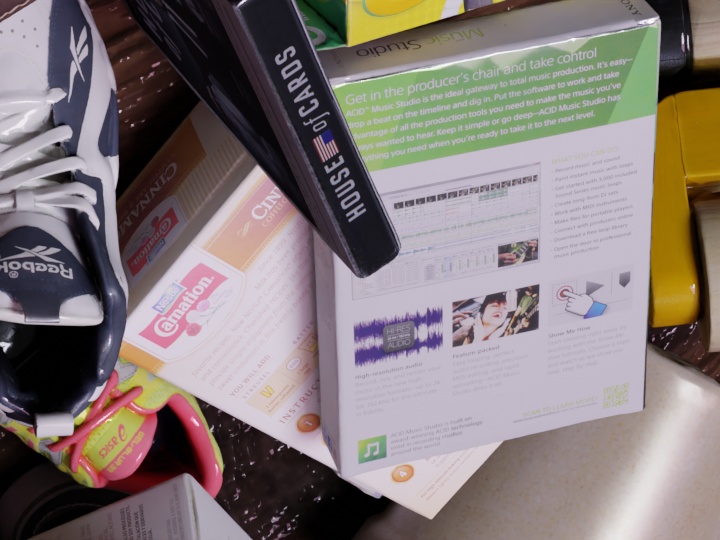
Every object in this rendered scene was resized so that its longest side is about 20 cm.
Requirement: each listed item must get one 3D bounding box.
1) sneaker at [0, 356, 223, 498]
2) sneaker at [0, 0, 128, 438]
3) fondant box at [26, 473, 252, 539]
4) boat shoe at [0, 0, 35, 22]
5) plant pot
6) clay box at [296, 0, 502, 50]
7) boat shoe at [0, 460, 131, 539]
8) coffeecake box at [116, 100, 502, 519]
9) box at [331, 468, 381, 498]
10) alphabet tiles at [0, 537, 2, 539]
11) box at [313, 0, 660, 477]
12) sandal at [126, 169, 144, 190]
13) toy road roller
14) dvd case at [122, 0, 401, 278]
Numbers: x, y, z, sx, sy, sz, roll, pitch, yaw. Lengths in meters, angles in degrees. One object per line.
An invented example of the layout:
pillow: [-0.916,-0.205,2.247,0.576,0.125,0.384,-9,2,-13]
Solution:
sneaker: [-0.125,0.048,1.141,0.078,0.090,0.200,-50,137,9]
sneaker: [-0.128,-0.027,1.010,0.079,0.130,0.199,0,104,-11]
fondant box: [-0.129,0.182,1.194,0.200,0.058,0.144,-23,139,14]
boat shoe: [-0.190,-0.091,0.984,0.200,0.072,0.072,-24,144,-6]
plant pot: [0.108,0.119,1.331,0.200,0.200,0.184,26,93,-47]
clay box: [0.026,-0.154,1.079,0.200,0.115,0.048,-19,132,-27]
boat shoe: [-0.100,0.158,1.268,0.070,0.066,0.200,-42,138,-3]
coffeecake box: [0.000,0.000,1.157,0.200,0.073,0.154,31,109,-34]
box: [0.053,0.022,1.300,0.200,0.041,0.039,-50,138,5]
alphabet tiles: [-0.250,0.131,1.160,0.166,0.006,0.200,-30,137,-8]
box: [0.052,-0.014,1.101,0.144,0.036,0.200,-11,127,-14]
sandal: [-0.014,-0.054,1.191,0.200,0.045,0.075,-14,126,-11]
toy road roller: [0.186,-0.050,1.241,0.123,0.200,0.146,-6,161,1]
dvd case: [-0.062,-0.103,0.985,0.025,0.200,0.150,-35,138,-8]
